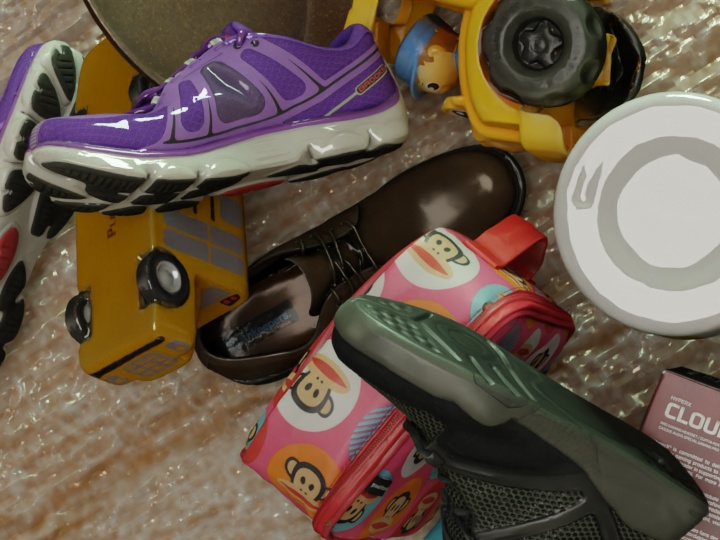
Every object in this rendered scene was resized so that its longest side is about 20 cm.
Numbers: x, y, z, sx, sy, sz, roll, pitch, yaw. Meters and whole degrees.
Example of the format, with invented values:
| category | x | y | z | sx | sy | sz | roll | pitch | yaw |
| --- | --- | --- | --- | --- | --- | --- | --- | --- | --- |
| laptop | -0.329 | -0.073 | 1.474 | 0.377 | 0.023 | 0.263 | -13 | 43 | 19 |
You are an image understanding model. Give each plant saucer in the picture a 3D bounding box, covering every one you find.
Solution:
| category | x | y | z | sx | sy | sz | roll | pitch | yaw |
| --- | --- | --- | --- | --- | --- | --- | --- | --- | --- |
| plant saucer | -0.080 | -0.163 | 1.216 | 0.037 | 0.200 | 0.201 | -28 | 81 | 47 |

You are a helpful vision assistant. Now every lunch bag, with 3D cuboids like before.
| category | x | y | z | sx | sy | sz | roll | pitch | yaw |
| --- | --- | --- | --- | --- | --- | --- | --- | --- | --- |
| lunch bag | 0.035 | 0.049 | 1.160 | 0.082 | 0.200 | 0.176 | 40 | 96 | 14 |

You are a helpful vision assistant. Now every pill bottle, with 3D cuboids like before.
| category | x | y | z | sx | sy | sz | roll | pitch | yaw |
| --- | --- | --- | --- | --- | --- | --- | --- | --- | --- |
| pill bottle | 0.159 | -0.022 | 1.136 | 0.111 | 0.200 | 0.111 | 0 | 87 | 11 |

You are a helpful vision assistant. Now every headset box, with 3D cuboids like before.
| category | x | y | z | sx | sy | sz | roll | pitch | yaw |
| --- | --- | --- | --- | --- | --- | --- | --- | --- | --- |
| headset box | 0.160 | 0.134 | 1.157 | 0.077 | 0.149 | 0.200 | 20 | 93 | 10 |

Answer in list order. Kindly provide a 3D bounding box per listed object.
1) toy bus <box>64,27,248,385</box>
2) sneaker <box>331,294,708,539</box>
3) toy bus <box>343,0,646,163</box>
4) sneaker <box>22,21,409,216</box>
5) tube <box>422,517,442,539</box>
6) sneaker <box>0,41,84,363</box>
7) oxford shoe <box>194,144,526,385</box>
| category | x | y | z | sx | sy | sz | roll | pitch | yaw |
| --- | --- | --- | --- | --- | --- | --- | --- | --- | --- |
| toy bus | -0.105 | -0.038 | 1.208 | 0.065 | 0.078 | 0.200 | -28 | 55 | 36 |
| sneaker | 0.051 | 0.094 | 1.037 | 0.199 | 0.076 | 0.114 | 33 | 102 | -27 |
| toy bus | 0.047 | -0.156 | 1.200 | 0.192 | 0.136 | 0.200 | 2 | 90 | 17 |
| sneaker | -0.074 | -0.077 | 1.131 | 0.200 | 0.081 | 0.084 | -13 | 84 | -30 |
| tube | 0.045 | 0.175 | 1.233 | 0.077 | 0.050 | 0.200 | 38 | 100 | 17 |
| sneaker | -0.212 | -0.037 | 1.267 | 0.083 | 0.081 | 0.200 | 25 | 89 | 24 |
| oxford shoe | 0.000 | 0.000 | 1.226 | 0.200 | 0.084 | 0.073 | -35 | 81 | 6 |
